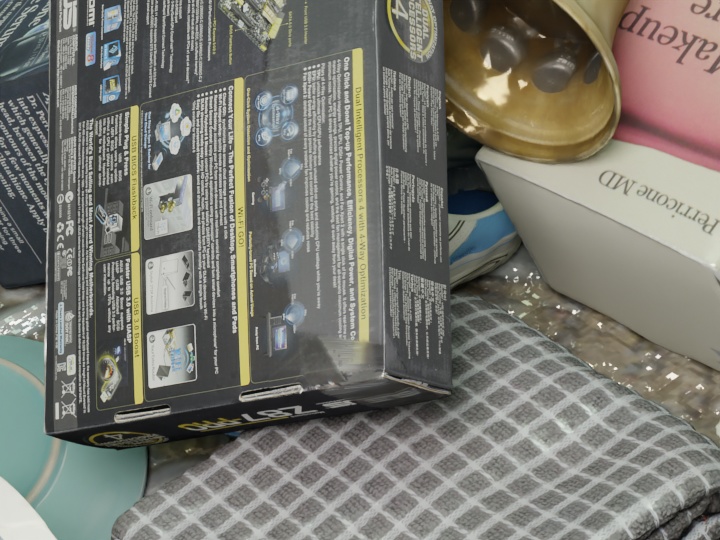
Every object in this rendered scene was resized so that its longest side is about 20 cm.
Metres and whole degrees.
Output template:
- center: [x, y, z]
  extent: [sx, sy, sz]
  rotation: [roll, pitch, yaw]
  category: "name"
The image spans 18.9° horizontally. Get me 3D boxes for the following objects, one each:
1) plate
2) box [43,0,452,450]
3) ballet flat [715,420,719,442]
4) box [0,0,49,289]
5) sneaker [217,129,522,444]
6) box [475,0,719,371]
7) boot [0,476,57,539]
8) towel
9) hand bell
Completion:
- center: [-0.188, 0.086, 0.893]
  extent: [0.199, 0.026, 0.200]
  rotation: [-5, 38, 4]
  category: "plate"
- center: [-0.046, -0.043, 0.800]
  extent: [0.161, 0.049, 0.201]
  rotation: [-13, 71, 36]
  category: "box"
- center: [0.235, 0.049, 0.817]
  extent: [0.199, 0.064, 0.076]
  rotation: [-8, 62, 2]
  category: "ballet flat"
- center: [-0.082, -0.088, 0.972]
  extent: [0.199, 0.107, 0.149]
  rotation: [-10, 33, 33]
  category: "box"
- center: [0.000, 0.000, 0.924]
  extent: [0.072, 0.073, 0.200]
  rotation: [25, 51, 33]
  category: "sneaker"
- center: [0.164, -0.072, 0.897]
  extent: [0.128, 0.109, 0.200]
  rotation: [27, 73, 36]
  category: "box"
- center: [-0.127, 0.153, 0.757]
  extent: [0.090, 0.073, 0.200]
  rotation: [-27, 46, -20]
  category: "boot"
- center: [0.024, 0.102, 0.783]
  extent: [0.200, 0.086, 0.165]
  rotation: [-32, 43, -25]
  category: "towel"
- center: [0.102, -0.147, 0.869]
  extent: [0.104, 0.104, 0.200]
  rotation: [18, 55, 29]
  category: "hand bell"
